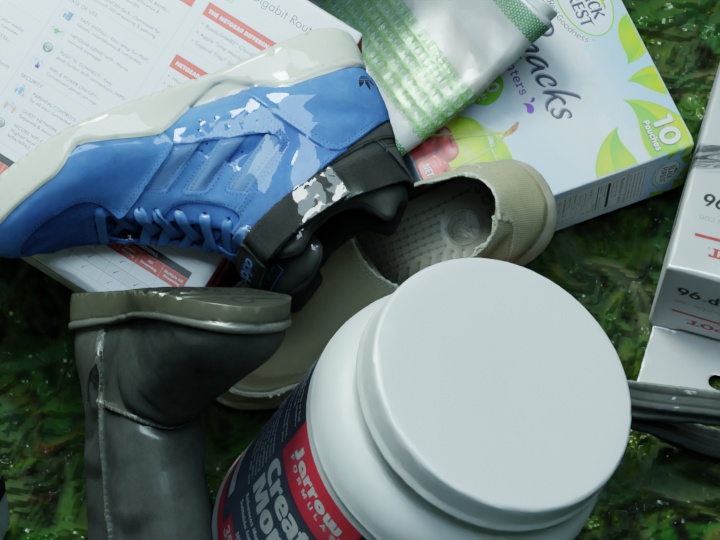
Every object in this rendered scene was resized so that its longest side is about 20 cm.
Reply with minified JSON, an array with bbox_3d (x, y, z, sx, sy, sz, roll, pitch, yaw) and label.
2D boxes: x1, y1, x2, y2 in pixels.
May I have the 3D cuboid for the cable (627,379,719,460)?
[{"bbox_3d":[0.111,0.053,1.394,0.200,0.097,0.050,1,53,-6],"label":"cable"}]

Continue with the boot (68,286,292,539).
[{"bbox_3d":[-0.082,0.108,1.275,0.072,0.182,0.200,3,85,-24],"label":"boot"}]

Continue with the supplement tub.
[{"bbox_3d":[0.025,0.095,1.292,0.140,0.200,0.141,12,57,-18],"label":"supplement tub"}]

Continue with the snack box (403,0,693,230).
[{"bbox_3d":[0.071,-0.114,1.500,0.142,0.053,0.200,-19,65,-11],"label":"snack box"}]

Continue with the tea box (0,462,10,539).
[{"bbox_3d":[-0.280,0.100,1.291,0.200,0.197,0.134,19,63,8],"label":"tea box"}]

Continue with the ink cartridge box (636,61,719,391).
[{"bbox_3d":[0.220,-0.020,1.451,0.116,0.068,0.200,15,63,5],"label":"ink cartridge box"}]

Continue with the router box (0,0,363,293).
[{"bbox_3d":[-0.128,-0.088,1.384,0.200,0.049,0.180,33,84,3],"label":"router box"}]

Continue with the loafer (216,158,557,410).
[{"bbox_3d":[0.000,0.000,1.400,0.200,0.068,0.076,-32,71,8],"label":"loafer"}]

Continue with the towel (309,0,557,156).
[{"bbox_3d":[-0.015,-0.117,1.465,0.200,0.031,0.149,-40,62,5],"label":"towel"}]

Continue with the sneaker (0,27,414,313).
[{"bbox_3d":[-0.072,-0.025,1.314,0.200,0.077,0.111,-23,76,-10],"label":"sneaker"}]
